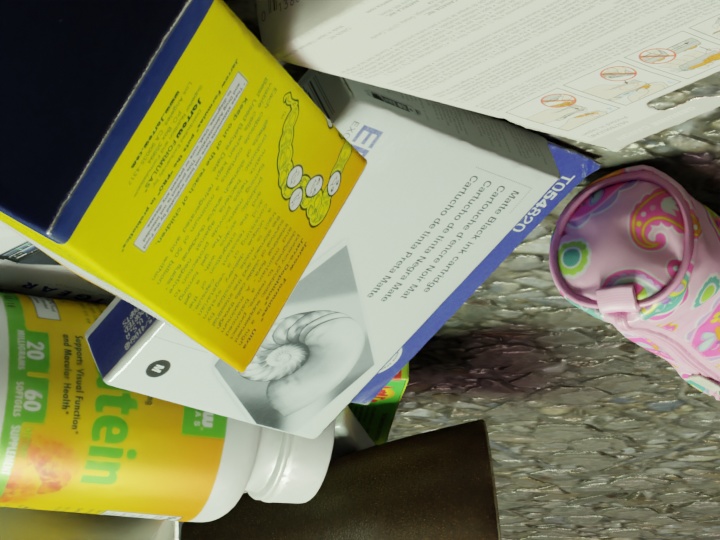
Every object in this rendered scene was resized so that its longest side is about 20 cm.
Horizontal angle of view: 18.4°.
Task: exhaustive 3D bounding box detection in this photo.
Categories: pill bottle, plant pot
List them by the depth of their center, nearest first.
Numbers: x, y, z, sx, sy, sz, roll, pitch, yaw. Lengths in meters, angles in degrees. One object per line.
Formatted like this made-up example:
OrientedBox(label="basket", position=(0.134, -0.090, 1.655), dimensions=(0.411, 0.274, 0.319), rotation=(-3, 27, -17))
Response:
OrientedBox(label="pill bottle", position=(-0.119, 0.076, 1.191), dimensions=(0.199, 0.112, 0.111), rotation=(7, 161, -22))
OrientedBox(label="plant pot", position=(-0.011, 0.197, 1.413), dimensions=(0.198, 0.188, 0.187), rotation=(-5, 162, 1))

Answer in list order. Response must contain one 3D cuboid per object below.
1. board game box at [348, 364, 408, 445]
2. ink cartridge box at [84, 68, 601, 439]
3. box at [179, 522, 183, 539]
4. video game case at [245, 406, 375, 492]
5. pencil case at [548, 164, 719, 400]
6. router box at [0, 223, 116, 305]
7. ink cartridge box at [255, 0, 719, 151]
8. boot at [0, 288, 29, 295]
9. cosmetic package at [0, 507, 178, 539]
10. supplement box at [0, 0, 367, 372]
OrientedBox(label="board game box", position=(-0.026, 0.072, 1.446), dimensions=(0.101, 0.048, 0.200), rotation=(2, 163, -3))
OrientedBox(label="ink cartridge box", position=(0.000, 0.000, 1.081), dimensions=(0.199, 0.041, 0.200), rotation=(16, 126, -43))
OrientedBox(label="box", position=(-0.226, 0.178, 1.414), dimensions=(0.198, 0.098, 0.176), rotation=(-4, -179, 15))
OrientedBox(label="video game case", position=(-0.083, 0.119, 1.482), dimensions=(0.180, 0.023, 0.200), rotation=(-2, 163, 9))
OrientedBox(label="pencil case", position=(0.175, 0.012, 1.191), dimensions=(0.087, 0.088, 0.200), rotation=(-8, 160, 26))
OrientedBox(label="router box", position=(-0.143, -0.036, 1.106), dimensions=(0.199, 0.049, 0.179), rotation=(13, 158, -36))
OrientedBox(label="ink cartridge box", position=(0.083, -0.108, 0.887), dimensions=(0.199, 0.051, 0.160), rotation=(9, 161, -37))
OrientedBox(label="boot", position=(-0.260, 0.060, 1.214), dimensions=(0.173, 0.201, 0.069), rotation=(20, -172, -35))
OrientedBox(label="cosmetic package", position=(-0.208, 0.161, 1.254), dimensions=(0.199, 0.087, 0.104), rotation=(18, 130, 15))
OrientedBox(label="supplement box", position=(-0.094, -0.053, 0.889), dimensions=(0.108, 0.110, 0.200), rotation=(29, 174, 24))
